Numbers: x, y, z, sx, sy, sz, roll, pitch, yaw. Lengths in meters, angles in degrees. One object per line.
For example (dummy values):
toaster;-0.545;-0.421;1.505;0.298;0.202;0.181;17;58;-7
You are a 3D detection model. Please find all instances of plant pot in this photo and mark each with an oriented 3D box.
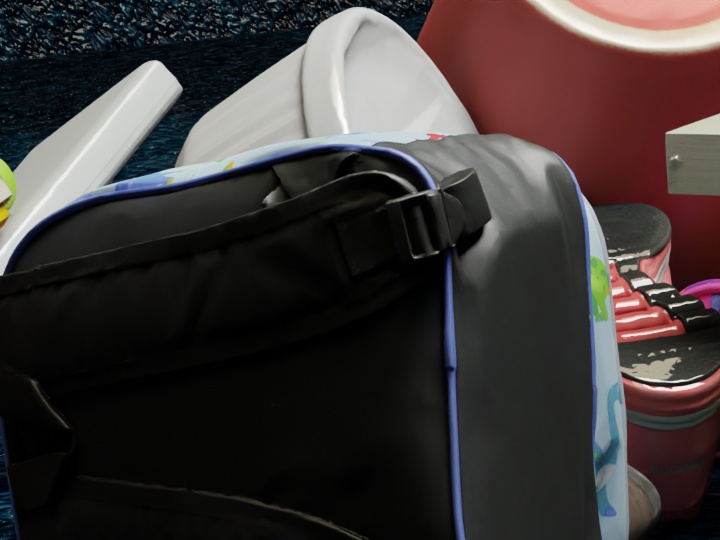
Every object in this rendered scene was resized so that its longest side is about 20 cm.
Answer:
plant pot;0.114;-0.095;1.272;0.199;0.178;0.201;4;53;-6

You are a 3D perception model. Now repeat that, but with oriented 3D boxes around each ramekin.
ramekin;0.000;0.000;1.150;0.094;0.203;0.202;-22;4;19

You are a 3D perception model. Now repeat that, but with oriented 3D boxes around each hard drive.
hard drive;-0.176;-0.013;1.354;0.132;0.026;0.200;-31;18;47

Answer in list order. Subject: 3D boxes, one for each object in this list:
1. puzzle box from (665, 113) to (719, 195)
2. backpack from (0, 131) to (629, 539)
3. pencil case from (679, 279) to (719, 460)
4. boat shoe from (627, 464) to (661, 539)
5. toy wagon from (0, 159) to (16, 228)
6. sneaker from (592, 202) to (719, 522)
puzzle box;0.231;-0.048;1.036;0.199;0.026;0.133;3;13;33
backpack;-0.014;0.051;0.908;0.199;0.184;0.147;-6;-1;37
pencil case;0.221;0.027;1.218;0.199;0.089;0.088;-15;15;-39
boat shoe;0.020;0.083;1.039;0.199;0.074;0.065;15;14;33
toy wagon;-0.244;0.017;1.280;0.200;0.040;0.155;-38;2;32
sneaker;0.102;0.037;1.139;0.073;0.087;0.200;-6;25;-5
